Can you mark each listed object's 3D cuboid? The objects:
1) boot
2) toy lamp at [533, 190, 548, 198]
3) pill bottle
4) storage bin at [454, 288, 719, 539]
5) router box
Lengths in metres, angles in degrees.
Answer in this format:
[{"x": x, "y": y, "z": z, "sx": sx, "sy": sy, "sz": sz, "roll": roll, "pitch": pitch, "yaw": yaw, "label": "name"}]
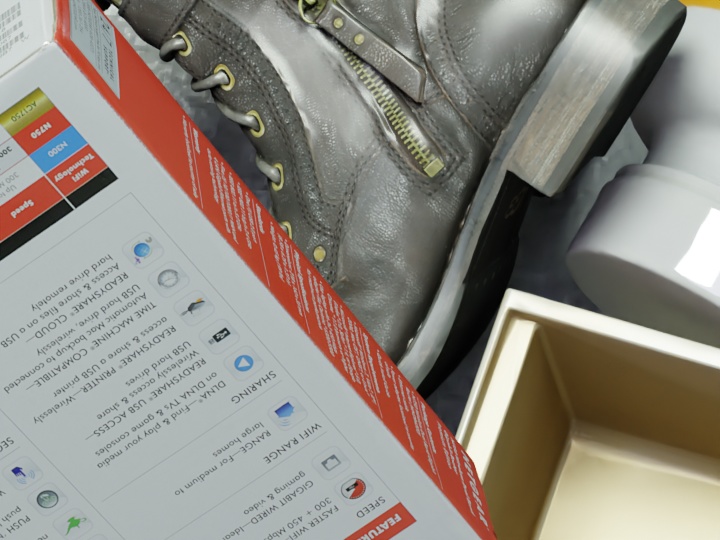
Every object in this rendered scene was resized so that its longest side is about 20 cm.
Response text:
[{"x": -0.029, "y": -0.051, "z": 0.758, "sx": 0.174, "sy": 0.069, "sz": 0.200, "roll": 36, "pitch": 103, "yaw": 7, "label": "boot"}, {"x": 0.000, "y": 0.000, "z": 0.822, "sx": 0.058, "sy": 0.058, "sz": 0.200, "roll": 40, "pitch": 82, "yaw": 21, "label": "toy lamp"}, {"x": 0.142, "y": -0.065, "z": 0.787, "sx": 0.111, "sy": 0.111, "sz": 0.200, "roll": 29, "pitch": 78, "yaw": 19, "label": "pill bottle"}, {"x": 0.105, "y": 0.135, "z": 0.730, "sx": 0.200, "sy": 0.094, "sz": 0.199, "roll": 16, "pitch": 73, "yaw": 15, "label": "storage bin"}, {"x": -0.098, "y": 0.053, "z": 0.670, "sx": 0.200, "sy": 0.180, "sz": 0.049, "roll": -33, "pitch": 30, "yaw": 10, "label": "router box"}]
